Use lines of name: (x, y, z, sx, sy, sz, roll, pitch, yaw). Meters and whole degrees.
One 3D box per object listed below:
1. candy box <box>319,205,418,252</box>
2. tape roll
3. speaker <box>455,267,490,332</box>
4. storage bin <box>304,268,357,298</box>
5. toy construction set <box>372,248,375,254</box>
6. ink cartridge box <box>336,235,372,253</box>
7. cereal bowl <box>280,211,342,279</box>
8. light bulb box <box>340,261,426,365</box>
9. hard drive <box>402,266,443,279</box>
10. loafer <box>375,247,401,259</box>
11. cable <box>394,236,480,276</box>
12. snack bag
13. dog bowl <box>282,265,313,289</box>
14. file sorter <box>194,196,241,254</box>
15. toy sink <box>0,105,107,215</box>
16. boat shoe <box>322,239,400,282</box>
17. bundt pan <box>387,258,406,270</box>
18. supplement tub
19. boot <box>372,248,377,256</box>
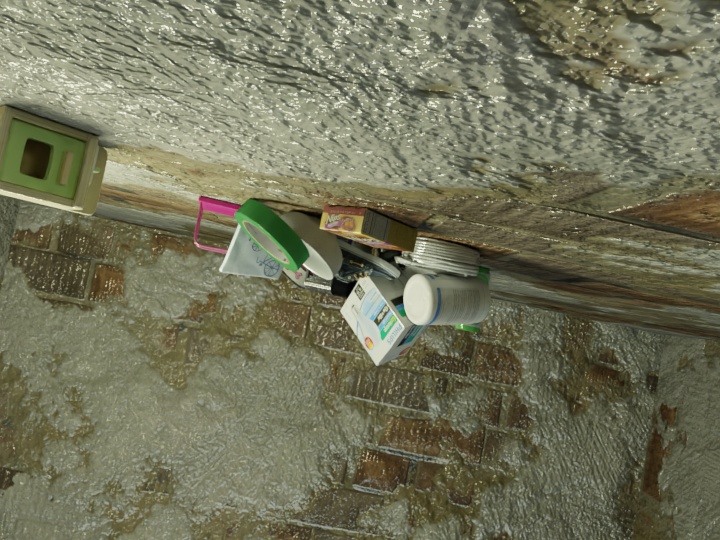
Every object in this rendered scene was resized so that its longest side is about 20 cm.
candy box: (0.021, -0.088, 1.273, 0.116, 0.057, 0.199, 10, 175, 39)
tape roll: (-0.211, -0.083, 1.411, 0.200, 0.048, 0.201, 39, 165, 12)
speaker: (0.354, 0.090, 1.869, 0.088, 0.202, 0.088, 11, 177, 1)
storage bin: (-0.063, 0.005, 1.704, 0.093, 0.137, 0.200, 9, 177, 30)
toy construction set: (0.050, -0.024, 1.952, 0.198, 0.093, 0.131, 5, 157, -25)
ink cartridge box: (-0.089, -0.093, 1.709, 0.196, 0.047, 0.200, 12, 175, 23)
cereal bowl: (-0.118, -0.074, 1.456, 0.199, 0.083, 0.200, 37, 164, 12)
light bulb box: (0.072, 0.120, 1.654, 0.124, 0.199, 0.201, -17, -119, -37)
hard drive: (0.162, 0.057, 1.695, 0.131, 0.025, 0.201, 27, 134, -3)
loafer: (0.074, -0.063, 1.637, 0.071, 0.063, 0.200, -20, 179, 3)
cable: (0.202, -0.032, 1.487, 0.198, 0.070, 0.200, 9, 177, 23)
snack bag: (-0.262, -0.063, 1.555, 0.199, 0.190, 0.021, 7, -153, -45)
dog bowl: (-0.190, -0.047, 1.758, 0.074, 0.201, 0.200, -35, 161, 14)
file sorter: (-0.380, -0.114, 1.613, 0.138, 0.127, 0.200, 12, 177, -14)
toy sink: (-0.518, -0.176, 0.999, 0.111, 0.132, 0.199, 8, 174, 45)
boat shoe: (0.000, 0.000, 1.555, 0.199, 0.092, 0.071, 25, 169, 2)
bundt pan: (0.127, 0.040, 1.763, 0.200, 0.203, 0.076, 10, -138, 12)
supplement tub: (0.225, 0.076, 1.545, 0.198, 0.133, 0.132, 3, -179, -30)
boot: (0.143, 0.014, 1.857, 0.198, 0.066, 0.176, 12, -140, -24)
